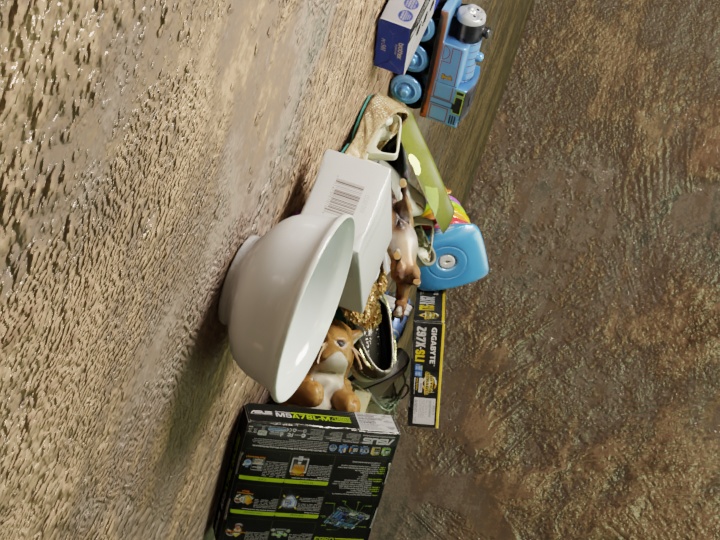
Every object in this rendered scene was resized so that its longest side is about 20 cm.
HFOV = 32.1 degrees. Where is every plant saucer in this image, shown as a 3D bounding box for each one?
[{"bbox_3d":[0.089,-0.148,1.749,0.200,0.031,0.200,-23,90,-85],"label":"plant saucer"}]

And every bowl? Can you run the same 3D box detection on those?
[{"bbox_3d":[-0.083,0.024,1.255,0.201,0.090,0.201,21,90,-81],"label":"bowl"}]

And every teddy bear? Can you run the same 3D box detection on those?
[{"bbox_3d":[0.000,0.000,1.629,0.200,0.067,0.145,73,31,-43],"label":"teddy bear"}]

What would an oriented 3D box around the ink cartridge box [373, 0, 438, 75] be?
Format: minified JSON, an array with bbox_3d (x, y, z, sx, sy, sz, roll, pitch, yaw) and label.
[{"bbox_3d":[0.074,-0.352,1.574,0.094,0.044,0.200,98,14,-62],"label":"ink cartridge box"}]

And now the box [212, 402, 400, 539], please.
[{"bbox_3d":[-0.068,0.264,1.567,0.048,0.200,0.193,-114,-145,-57],"label":"box"}]

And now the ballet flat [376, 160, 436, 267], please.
[{"bbox_3d":[0.067,-0.079,1.722,0.200,0.064,0.067,71,24,-46],"label":"ballet flat"}]

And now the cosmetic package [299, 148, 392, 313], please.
[{"bbox_3d":[-0.017,-0.041,1.437,0.200,0.081,0.113,90,20,-68],"label":"cosmetic package"}]

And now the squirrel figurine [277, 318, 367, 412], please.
[{"bbox_3d":[-0.062,0.157,1.671,0.200,0.141,0.187,166,-68,-78],"label":"squirrel figurine"}]

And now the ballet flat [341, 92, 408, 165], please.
[{"bbox_3d":[0.010,-0.143,1.567,0.071,0.065,0.200,92,19,-59],"label":"ballet flat"}]

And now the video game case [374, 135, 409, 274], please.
[{"bbox_3d":[0.044,-0.106,1.804,0.200,0.023,0.182,-48,135,-70],"label":"video game case"}]

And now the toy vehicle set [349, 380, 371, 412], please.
[{"bbox_3d":[-0.048,0.216,1.843,0.124,0.027,0.200,-71,-160,0],"label":"toy vehicle set"}]

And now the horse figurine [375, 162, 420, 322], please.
[{"bbox_3d":[0.049,-0.041,1.618,0.133,0.050,0.200,86,-5,-79],"label":"horse figurine"}]

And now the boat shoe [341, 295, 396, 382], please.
[{"bbox_3d":[0.008,0.053,1.742,0.060,0.072,0.202,-21,-102,60],"label":"boat shoe"}]

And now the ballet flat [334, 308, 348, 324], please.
[{"bbox_3d":[-0.012,0.025,1.819,0.072,0.068,0.200,135,-31,-67],"label":"ballet flat"}]

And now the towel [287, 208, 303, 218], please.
[{"bbox_3d":[-0.088,0.005,1.423,0.200,0.023,0.144,-49,156,-68],"label":"towel"}]

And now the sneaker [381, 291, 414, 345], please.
[{"bbox_3d":[0.002,0.093,1.856,0.200,0.076,0.077,-32,-142,56],"label":"sneaker"}]

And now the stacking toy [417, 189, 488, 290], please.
[{"bbox_3d":[0.124,-0.073,1.900,0.200,0.116,0.110,-92,167,-52],"label":"stacking toy"}]

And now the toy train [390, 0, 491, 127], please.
[{"bbox_3d":[0.112,-0.295,1.710,0.200,0.114,0.087,102,11,-45],"label":"toy train"}]

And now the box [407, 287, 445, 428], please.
[{"bbox_3d":[0.098,0.121,1.838,0.200,0.049,0.160,-73,164,-76],"label":"box"}]

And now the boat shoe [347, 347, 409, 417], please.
[{"bbox_3d":[0.029,0.184,1.860,0.075,0.086,0.202,-43,-176,-40],"label":"boat shoe"}]
